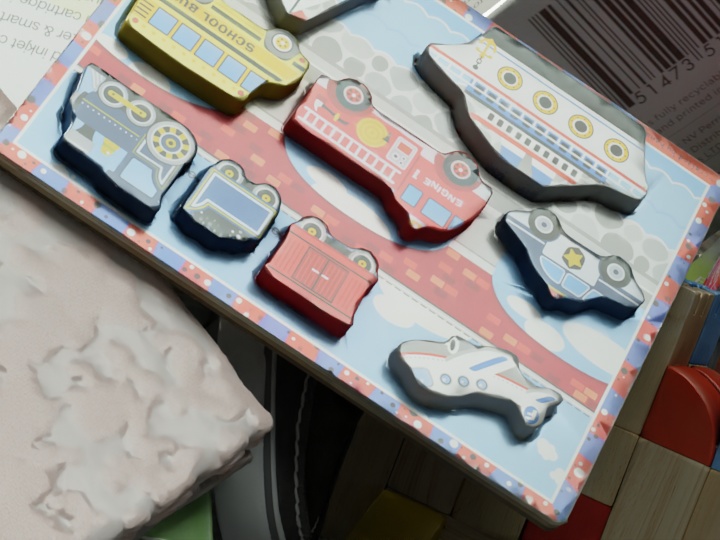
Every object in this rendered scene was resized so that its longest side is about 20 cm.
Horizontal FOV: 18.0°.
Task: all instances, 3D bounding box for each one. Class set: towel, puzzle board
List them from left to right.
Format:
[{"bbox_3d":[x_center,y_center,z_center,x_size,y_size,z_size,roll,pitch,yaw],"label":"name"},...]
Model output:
[{"bbox_3d":[-0.147,0.022,0.617,0.191,0.032,0.200,49,47,9],"label":"towel"},{"bbox_3d":[0.008,-0.033,0.700,0.200,0.017,0.151,34,55,-4],"label":"puzzle board"}]

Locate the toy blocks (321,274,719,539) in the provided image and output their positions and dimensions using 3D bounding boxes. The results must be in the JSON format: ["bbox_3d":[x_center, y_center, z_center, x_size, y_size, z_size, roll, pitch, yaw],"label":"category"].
[{"bbox_3d":[0.076,0.052,0.766,0.200,0.137,0.100,23,5,23],"label":"toy blocks"}]

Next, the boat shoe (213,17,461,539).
[{"bbox_3d":[0.000,0.000,0.730,0.066,0.070,0.200,3,60,14],"label":"boat shoe"}]

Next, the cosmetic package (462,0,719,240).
[{"bbox_3d":[0.138,-0.149,1.039,0.165,0.165,0.200,41,26,-31],"label":"cosmetic package"}]

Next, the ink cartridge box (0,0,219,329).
[{"bbox_3d":[-0.103,-0.084,0.767,0.145,0.083,0.200,17,66,-14],"label":"ink cartridge box"}]

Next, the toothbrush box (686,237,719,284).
[{"bbox_3d":[0.186,0.063,0.973,0.146,0.086,0.200,34,23,13],"label":"toothbrush box"}]

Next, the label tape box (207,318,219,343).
[{"bbox_3d":[-0.092,-0.021,0.874,0.200,0.063,0.144,21,25,-13],"label":"label tape box"}]

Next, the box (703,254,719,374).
[{"bbox_3d":[0.194,-0.005,0.885,0.095,0.103,0.200,30,25,6],"label":"box"}]

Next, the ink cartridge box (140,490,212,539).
[{"bbox_3d":[-0.148,0.045,0.682,0.200,0.059,0.104,20,28,-17],"label":"ink cartridge box"}]
